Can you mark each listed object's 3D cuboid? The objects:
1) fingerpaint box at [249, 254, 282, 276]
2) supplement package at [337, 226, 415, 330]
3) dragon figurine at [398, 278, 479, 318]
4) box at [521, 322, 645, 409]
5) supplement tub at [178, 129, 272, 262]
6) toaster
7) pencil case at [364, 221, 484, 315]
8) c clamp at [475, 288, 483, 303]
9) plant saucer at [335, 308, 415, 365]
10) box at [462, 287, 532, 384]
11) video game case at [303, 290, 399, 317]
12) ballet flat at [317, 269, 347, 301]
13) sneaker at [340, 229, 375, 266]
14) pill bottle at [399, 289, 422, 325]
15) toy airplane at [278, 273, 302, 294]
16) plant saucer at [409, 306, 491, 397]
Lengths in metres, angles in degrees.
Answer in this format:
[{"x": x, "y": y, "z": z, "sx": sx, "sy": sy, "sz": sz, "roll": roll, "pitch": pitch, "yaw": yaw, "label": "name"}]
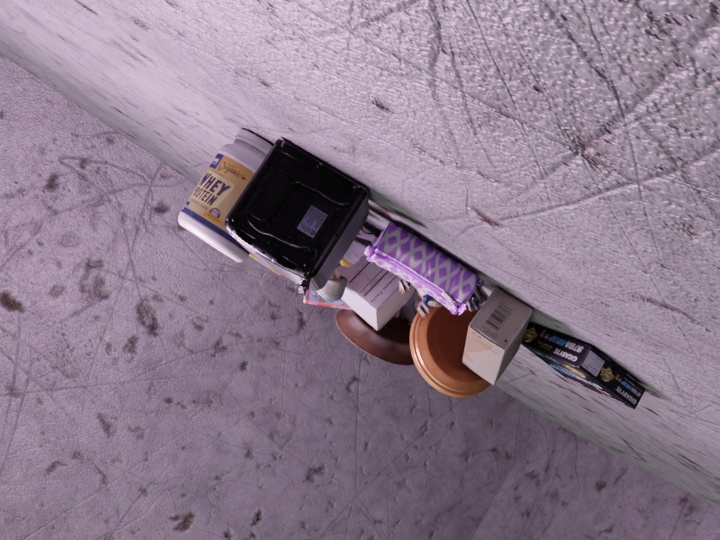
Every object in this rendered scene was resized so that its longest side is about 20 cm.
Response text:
[{"x": -0.217, "y": -0.105, "z": 1.988, "sx": 0.073, "sy": 0.168, "sz": 0.200, "roll": 28, "pitch": 174, "yaw": 35, "label": "fingerpaint box"}, {"x": 0.000, "y": 0.000, "z": 1.654, "sx": 0.200, "sy": 0.117, "sz": 0.117, "roll": 41, "pitch": 164, "yaw": 17, "label": "supplement package"}, {"x": 0.124, "y": 0.015, "z": 1.500, "sx": 0.200, "sy": 0.099, "sz": 0.059, "roll": 48, "pitch": 161, "yaw": 11, "label": "dragon figurine"}, {"x": 0.397, "y": 0.170, "z": 1.525, "sx": 0.158, "sy": 0.046, "sz": 0.200, "roll": 35, "pitch": 175, "yaw": -24, "label": "box"}, {"x": -0.216, "y": -0.133, "z": 1.485, "sx": 0.143, "sy": 0.201, "sz": 0.144, "roll": 31, "pitch": 175, "yaw": 3, "label": "supplement tub"}, {"x": -0.102, "y": -0.078, "z": 1.342, "sx": 0.180, "sy": 0.201, "sz": 0.119, "roll": 30, "pitch": 171, "yaw": 13, "label": "toaster"}, {"x": 0.107, "y": 0.000, "z": 1.424, "sx": 0.199, "sy": 0.086, "sz": 0.084, "roll": 32, "pitch": 135, "yaw": 5, "label": "pencil case"}, {"x": 0.156, "y": 0.007, "z": 1.598, "sx": 0.170, "sy": 0.027, "sz": 0.200, "roll": 24, "pitch": 170, "yaw": 29, "label": "c clamp"}, {"x": 0.045, "y": 0.122, "z": 1.726, "sx": 0.198, "sy": 0.037, "sz": 0.201, "roll": 24, "pitch": -160, "yaw": -9, "label": "plant saucer"}, {"x": 0.242, "y": 0.122, "z": 1.497, "sx": 0.077, "sy": 0.095, "sz": 0.201, "roll": 33, "pitch": 160, "yaw": 16, "label": "box"}, {"x": -0.012, "y": 0.019, "z": 1.734, "sx": 0.197, "sy": 0.144, "sz": 0.018, "roll": 9, "pitch": 147, "yaw": -3, "label": "video game case"}, {"x": -0.102, "y": -0.020, "z": 1.588, "sx": 0.199, "sy": 0.064, "sz": 0.067, "roll": 38, "pitch": -152, "yaw": 21, "label": "ballet flat"}, {"x": -0.048, "y": -0.109, "z": 1.458, "sx": 0.201, "sy": 0.087, "sz": 0.076, "roll": 56, "pitch": 178, "yaw": -3, "label": "sneaker"}, {"x": 0.133, "y": 0.067, "z": 1.800, "sx": 0.110, "sy": 0.111, "sz": 0.200, "roll": 33, "pitch": 175, "yaw": -10, "label": "pill bottle"}, {"x": -0.073, "y": -0.035, "z": 1.940, "sx": 0.198, "sy": 0.199, "sz": 0.142, "roll": 19, "pitch": 134, "yaw": 30, "label": "toy airplane"}, {"x": 0.191, "y": 0.143, "z": 1.618, "sx": 0.199, "sy": 0.201, "sz": 0.037, "roll": 32, "pitch": 152, "yaw": -7, "label": "plant saucer"}]
